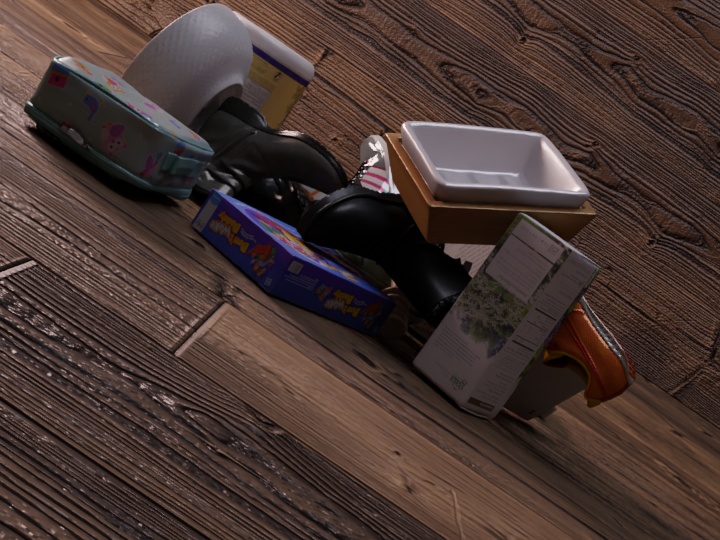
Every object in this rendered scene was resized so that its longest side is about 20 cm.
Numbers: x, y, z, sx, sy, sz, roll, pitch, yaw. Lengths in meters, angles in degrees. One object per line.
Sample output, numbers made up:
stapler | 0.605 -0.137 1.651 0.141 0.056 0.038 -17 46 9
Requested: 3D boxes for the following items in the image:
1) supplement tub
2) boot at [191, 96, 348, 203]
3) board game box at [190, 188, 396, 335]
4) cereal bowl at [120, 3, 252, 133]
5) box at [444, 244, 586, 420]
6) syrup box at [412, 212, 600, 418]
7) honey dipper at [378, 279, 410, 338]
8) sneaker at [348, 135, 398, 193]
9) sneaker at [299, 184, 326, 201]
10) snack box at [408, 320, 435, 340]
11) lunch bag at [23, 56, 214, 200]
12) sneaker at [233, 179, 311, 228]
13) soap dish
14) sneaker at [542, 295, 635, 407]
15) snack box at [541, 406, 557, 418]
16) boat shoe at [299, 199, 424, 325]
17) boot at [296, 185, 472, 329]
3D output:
supplement tub | -0.169 -0.225 1.729 0.145 0.200 0.145 34 7 -5
boot | -0.124 -0.109 1.498 0.200 0.131 0.068 30 -29 21
board game box | -0.066 -0.006 1.353 0.134 0.045 0.200 39 8 35
cereal bowl | -0.202 -0.218 1.562 0.083 0.200 0.200 45 8 9
box | 0.173 0.049 1.523 0.152 0.106 0.201 29 38 -41
syrup box | 0.152 0.049 1.358 0.079 0.200 0.081 39 9 35
honey dipper | 0.043 -0.009 1.491 0.038 0.038 0.201 31 42 -23
sneaker | -0.014 -0.106 1.731 0.120 0.084 0.201 5 47 -16
sneaker | -0.089 -0.083 1.657 0.200 0.078 0.077 58 -24 30
snack box | 0.114 0.075 1.690 0.116 0.037 0.200 37 7 8
lunch bag | -0.237 -0.138 1.313 0.160 0.077 0.200 37 7 9
sneaker | -0.107 -0.080 1.576 0.076 0.091 0.200 44 19 -52
soap dish | 0.137 -0.092 1.430 0.199 0.081 0.158 2 34 -21
sneaker | 0.214 0.056 1.398 0.200 0.077 0.073 58 0 33
snack box | 0.196 0.107 1.698 0.072 0.024 0.200 46 11 -35
boat shoe | 0.000 0.000 1.524 0.200 0.068 0.075 40 45 -14
boot | 0.040 -0.008 1.392 0.198 0.073 0.163 -4 51 -55
